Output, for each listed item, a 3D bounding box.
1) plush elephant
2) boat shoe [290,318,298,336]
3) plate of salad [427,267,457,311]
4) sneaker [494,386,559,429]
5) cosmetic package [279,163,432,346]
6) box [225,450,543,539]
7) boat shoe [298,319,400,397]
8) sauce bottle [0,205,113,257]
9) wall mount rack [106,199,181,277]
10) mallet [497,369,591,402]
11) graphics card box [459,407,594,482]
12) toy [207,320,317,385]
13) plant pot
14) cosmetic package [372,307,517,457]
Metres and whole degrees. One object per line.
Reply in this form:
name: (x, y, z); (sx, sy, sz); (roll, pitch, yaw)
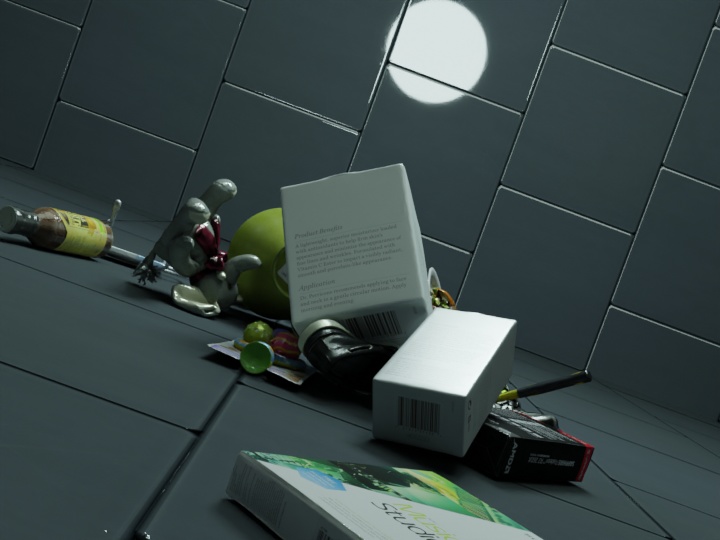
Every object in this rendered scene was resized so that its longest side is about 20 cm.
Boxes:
plush elephant: (-0.225, -0.010, 1.422); (0.155, 0.200, 0.165); (42, 14, -5)
boat shoe: (-0.025, 0.100, 1.376); (0.199, 0.075, 0.066); (32, -5, 25)
plate of salad: (0.131, 0.093, 1.455); (0.048, 0.201, 0.200); (-7, -3, 11)
sneaker: (0.175, 0.172, 1.291); (0.199, 0.083, 0.071); (22, 3, 33)
cosmetic package: (0.000, 0.000, 1.228); (0.164, 0.201, 0.165); (-10, -29, 7)
box: (0.029, 0.172, 0.643); (0.200, 0.036, 0.144); (19, 3, -44)
boat shoe: (0.012, 0.120, 1.141); (0.199, 0.075, 0.066); (36, 12, -46)
sauce bottle: (-0.465, -0.062, 1.464); (0.065, 0.065, 0.200); (21, 3, 26)
wall mount rack: (-0.372, -0.052, 1.616); (0.199, 0.075, 0.174); (19, -12, -17)
mallet: (0.197, 0.159, 1.214); (0.199, 0.041, 0.066); (-16, -18, 18)
graphics card box: (0.167, 0.195, 1.098); (0.125, 0.051, 0.200); (21, 2, 40)
toy: (-0.107, 0.092, 1.161); (0.115, 0.047, 0.200); (22, 3, 3)
plant pot: (-0.108, -0.003, 1.504); (0.186, 0.188, 0.200); (20, 0, -14)
cosmetic package: (0.094, 0.113, 1.029); (0.101, 0.072, 0.200); (9, 23, 22)
